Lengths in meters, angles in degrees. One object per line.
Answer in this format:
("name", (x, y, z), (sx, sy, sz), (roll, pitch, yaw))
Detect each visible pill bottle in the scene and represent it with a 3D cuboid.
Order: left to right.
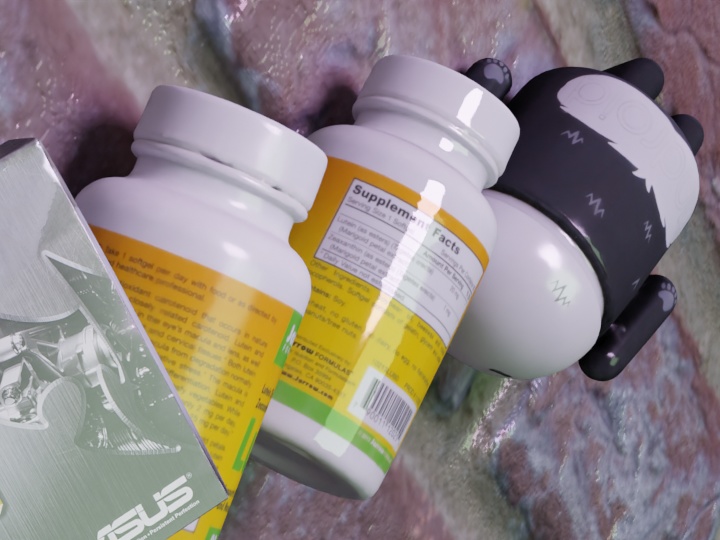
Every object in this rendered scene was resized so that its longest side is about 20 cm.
("pill bottle", (-0.088, 0.029, 0.876), (0.111, 0.110, 0.201), (30, 79, -54))
("pill bottle", (0.000, 0.000, 0.996), (0.201, 0.110, 0.111), (-63, 143, -15))

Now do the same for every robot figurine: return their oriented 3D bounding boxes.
("robot figurine", (0.107, -0.031, 1.122), (0.200, 0.150, 0.125), (-49, 160, -31))

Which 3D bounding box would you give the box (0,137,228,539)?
("box", (-0.170, 0.067, 0.747), (0.199, 0.048, 0.159), (-31, 105, -20))
